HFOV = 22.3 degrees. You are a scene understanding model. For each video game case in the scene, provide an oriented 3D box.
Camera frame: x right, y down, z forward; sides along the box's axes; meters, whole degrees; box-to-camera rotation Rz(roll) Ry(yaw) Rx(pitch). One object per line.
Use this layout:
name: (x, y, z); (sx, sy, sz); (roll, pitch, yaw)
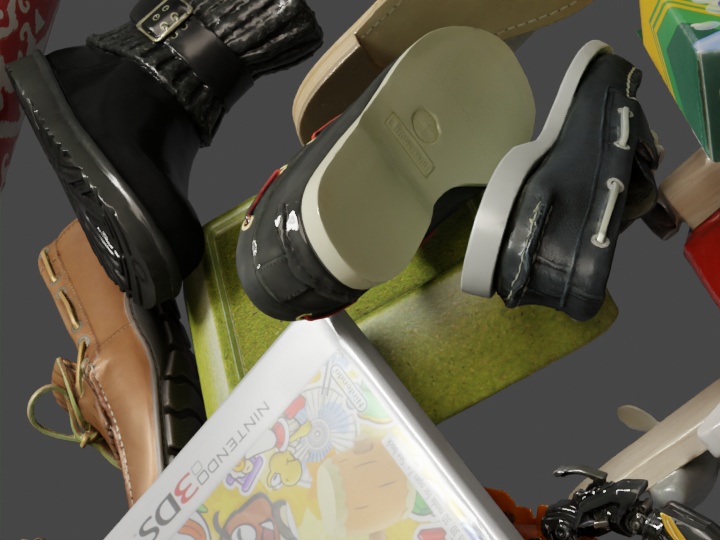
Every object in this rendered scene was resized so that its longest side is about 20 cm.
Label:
video game case: (-0.018, 0.143, 0.752); (0.182, 0.023, 0.200); (-49, 58, 15)

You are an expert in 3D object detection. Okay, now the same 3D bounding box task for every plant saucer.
plant saucer: (0.000, 0.000, 0.869); (0.199, 0.048, 0.200); (-29, 35, 6)

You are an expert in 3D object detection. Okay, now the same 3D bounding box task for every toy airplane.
toy airplane: (0.194, 0.029, 0.773); (0.199, 0.141, 0.200); (-8, 44, 54)

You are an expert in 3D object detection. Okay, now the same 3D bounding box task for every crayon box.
crayon box: (0.194, -0.113, 0.811); (0.124, 0.052, 0.200); (-10, 22, 3)

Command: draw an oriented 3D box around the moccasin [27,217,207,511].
moccasin: (-0.123, 0.056, 0.920); (0.077, 0.074, 0.203); (-28, 59, 8)

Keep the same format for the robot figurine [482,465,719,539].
robot figurine: (0.074, 0.152, 0.776); (0.198, 0.146, 0.058); (7, 25, 32)

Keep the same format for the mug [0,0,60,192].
mug: (-0.261, -0.115, 1.023); (0.176, 0.134, 0.202); (7, 66, 22)

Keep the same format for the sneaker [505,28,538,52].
sneaker: (0.042, -0.157, 0.962); (0.200, 0.071, 0.099); (-39, 57, -7)

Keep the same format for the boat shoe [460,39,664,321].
boat shoe: (0.098, -0.037, 0.784); (0.060, 0.076, 0.200); (20, 37, 11)

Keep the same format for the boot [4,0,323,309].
boot: (-0.082, -0.083, 0.929); (0.157, 0.080, 0.211); (-25, 44, -10)

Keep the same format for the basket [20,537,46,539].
basket: (-0.191, 0.233, 0.824); (0.148, 0.143, 0.202); (-10, 64, 17)

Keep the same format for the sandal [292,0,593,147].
sandal: (0.047, -0.140, 0.876); (0.211, 0.078, 0.070); (-39, 34, 14)

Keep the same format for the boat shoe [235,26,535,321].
boat shoe: (0.014, -0.047, 0.795); (0.063, 0.074, 0.201); (-26, 13, 40)
